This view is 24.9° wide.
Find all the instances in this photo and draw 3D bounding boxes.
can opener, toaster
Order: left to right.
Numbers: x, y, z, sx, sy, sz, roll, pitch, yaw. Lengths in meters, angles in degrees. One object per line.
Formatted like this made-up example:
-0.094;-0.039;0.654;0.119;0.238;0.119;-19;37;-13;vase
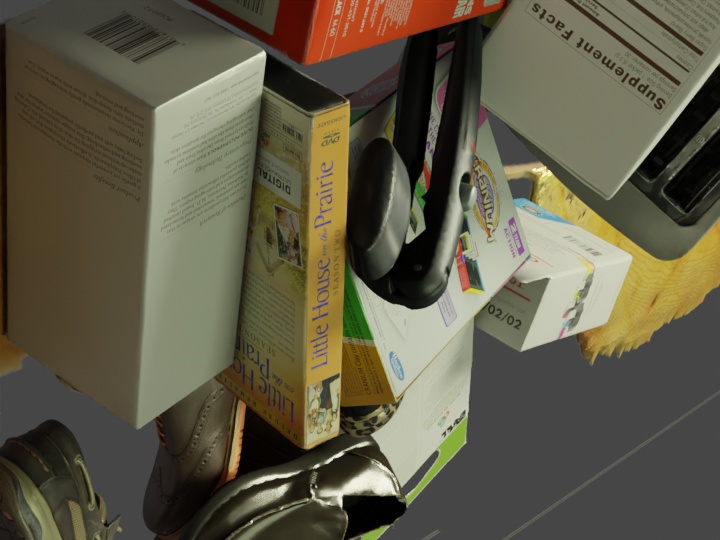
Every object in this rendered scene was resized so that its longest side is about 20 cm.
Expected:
0.038;-0.066;0.899;0.079;0.063;0.201;89;15;-54;can opener
0.202;-0.121;1.120;0.200;0.181;0.119;-48;174;17;toaster

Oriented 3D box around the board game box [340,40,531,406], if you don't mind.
0.027;-0.033;0.976;0.200;0.040;0.154;-41;117;-51;board game box

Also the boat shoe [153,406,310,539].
-0.085;0.153;1.140;0.201;0.072;0.065;-61;166;0;boat shoe

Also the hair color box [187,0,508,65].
-0.006;-0.177;0.892;0.200;0.111;0.064;-25;139;-49;hair color box

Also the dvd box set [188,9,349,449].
-0.061;-0.022;0.880;0.029;0.146;0.201;-20;126;-33;dvd box set

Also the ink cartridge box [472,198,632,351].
0.118;0.002;1.290;0.200;0.115;0.068;-10;125;-57;ink cartridge box

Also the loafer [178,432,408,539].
-0.041;0.167;1.063;0.199;0.071;0.073;-27;142;-40;loafer

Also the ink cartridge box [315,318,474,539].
0.016;0.103;1.257;0.148;0.076;0.201;-44;151;-31;ink cartridge box

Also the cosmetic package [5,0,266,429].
-0.120;-0.033;0.838;0.085;0.107;0.201;-35;146;-42;cosmetic package

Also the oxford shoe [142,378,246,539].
-0.112;0.086;1.042;0.073;0.071;0.201;7;115;-34;oxford shoe

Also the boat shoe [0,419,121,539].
-0.175;0.166;0.980;0.073;0.074;0.201;-44;151;-29;boat shoe

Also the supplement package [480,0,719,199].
0.170;-0.163;0.984;0.200;0.120;0.121;-54;175;20;supplement package

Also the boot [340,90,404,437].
0.000;0.000;1.072;0.151;0.073;0.201;74;18;-60;boot

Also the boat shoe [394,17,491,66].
0.039;-0.081;1.125;0.074;0.060;0.201;8;109;-64;boat shoe

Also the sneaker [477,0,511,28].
0.138;-0.230;1.133;0.075;0.076;0.201;-17;133;-56;sneaker
